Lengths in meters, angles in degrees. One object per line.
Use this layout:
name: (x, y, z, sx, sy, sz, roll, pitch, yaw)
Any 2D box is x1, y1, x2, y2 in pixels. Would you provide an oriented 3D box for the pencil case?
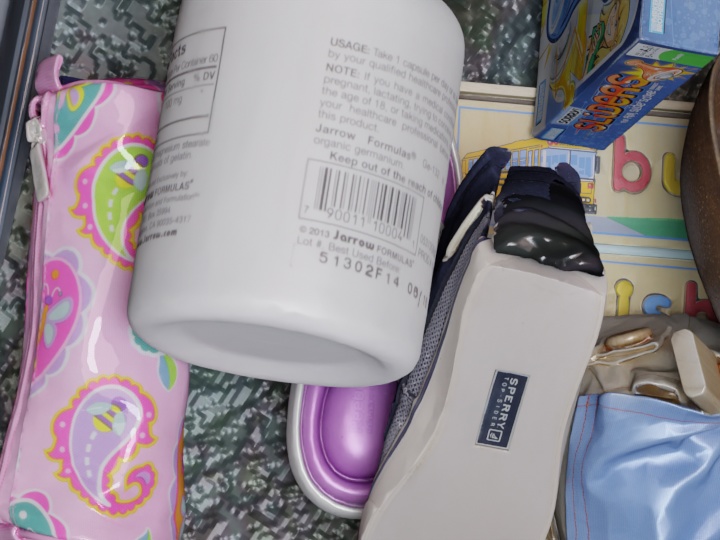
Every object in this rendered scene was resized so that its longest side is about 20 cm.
pencil case: (-0.104, 0.017, 1.118, 0.087, 0.087, 0.201, 6, 84, -10)

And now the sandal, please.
sandal: (0.007, 0.000, 1.134, 0.082, 0.050, 0.204, -2, 86, -10)

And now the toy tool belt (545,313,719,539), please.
toy tool belt: (0.132, 0.117, 1.118, 0.124, 0.123, 0.201, -8, 96, -4)

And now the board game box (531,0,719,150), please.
board game box: (0.114, -0.165, 1.140, 0.034, 0.135, 0.201, 9, 74, -13)

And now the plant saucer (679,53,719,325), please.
plant saucer: (0.184, 0.004, 1.132, 0.037, 0.200, 0.201, -27, 89, 28)

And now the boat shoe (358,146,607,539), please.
boat shoe: (0.049, 0.047, 1.100, 0.074, 0.093, 0.201, 16, 123, -9)

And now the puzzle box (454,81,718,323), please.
puzzle box: (0.080, -0.012, 1.187, 0.199, 0.025, 0.134, 4, 83, -10)

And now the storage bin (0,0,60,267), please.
storage bin: (-0.193, -0.097, 1.092, 0.145, 0.134, 0.201, 12, 81, -9)

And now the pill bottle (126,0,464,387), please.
pill bottle: (-0.019, -0.064, 1.068, 0.114, 0.114, 0.201, 11, 76, -9)
